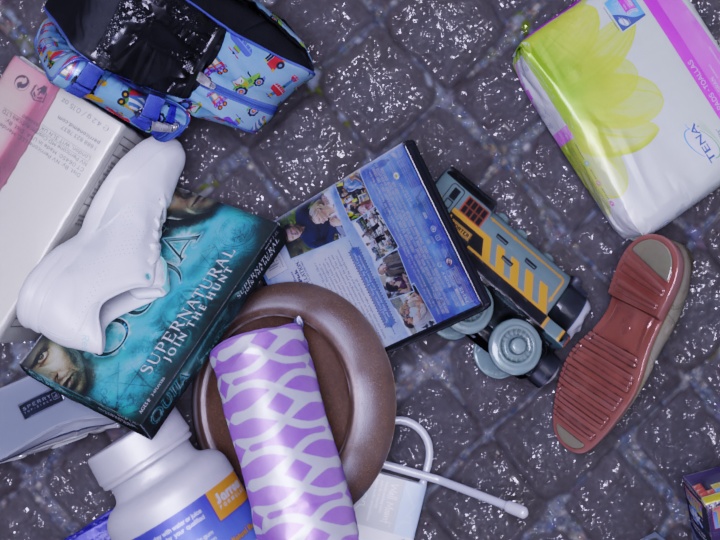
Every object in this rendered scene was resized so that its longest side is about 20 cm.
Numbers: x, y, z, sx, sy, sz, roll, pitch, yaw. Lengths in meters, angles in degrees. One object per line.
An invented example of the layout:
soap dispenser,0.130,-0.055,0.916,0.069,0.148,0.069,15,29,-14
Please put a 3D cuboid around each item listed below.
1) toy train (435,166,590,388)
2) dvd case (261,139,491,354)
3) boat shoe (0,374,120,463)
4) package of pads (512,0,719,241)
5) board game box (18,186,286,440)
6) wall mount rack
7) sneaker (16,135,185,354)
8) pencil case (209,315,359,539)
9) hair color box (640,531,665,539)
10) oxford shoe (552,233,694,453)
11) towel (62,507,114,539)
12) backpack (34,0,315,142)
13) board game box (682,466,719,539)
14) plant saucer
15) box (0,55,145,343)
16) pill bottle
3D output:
toy train,0.103,0.006,0.966,0.199,0.085,0.114,39,79,0
dvd case,0.000,0.000,0.933,0.198,0.017,0.145,-27,90,38
boat shoe,-0.254,0.118,0.963,0.200,0.086,0.076,-25,84,-30
package of pads,0.238,-0.145,0.973,0.153,0.068,0.202,-34,89,-2
board game box,-0.166,0.025,0.919,0.133,0.028,0.201,19,61,27
wall mount rack,0.041,0.234,0.960,0.171,0.075,0.204,14,90,1
sneaker,-0.181,-0.018,0.902,0.087,0.076,0.202,26,61,9
pencil case,-0.060,0.140,0.875,0.083,0.085,0.203,-7,73,-30
hair color box,0.257,0.341,0.969,0.098,0.061,0.203,-24,89,-1
oxford shoe,0.232,0.068,0.970,0.071,0.073,0.202,39,111,36
towel,-0.162,0.292,0.970,0.146,0.050,0.202,-29,89,0
backpack,-0.144,-0.180,0.915,0.198,0.183,0.136,24,103,-34
board game box,0.384,0.232,0.955,0.196,0.057,0.168,-14,105,-1
plant saucer,-0.065,0.110,0.942,0.197,0.032,0.205,-2,85,25
box,-0.274,-0.054,0.936,0.108,0.128,0.202,31,88,1
pill bottle,-0.131,0.215,0.904,0.111,0.112,0.202,-30,91,-1
